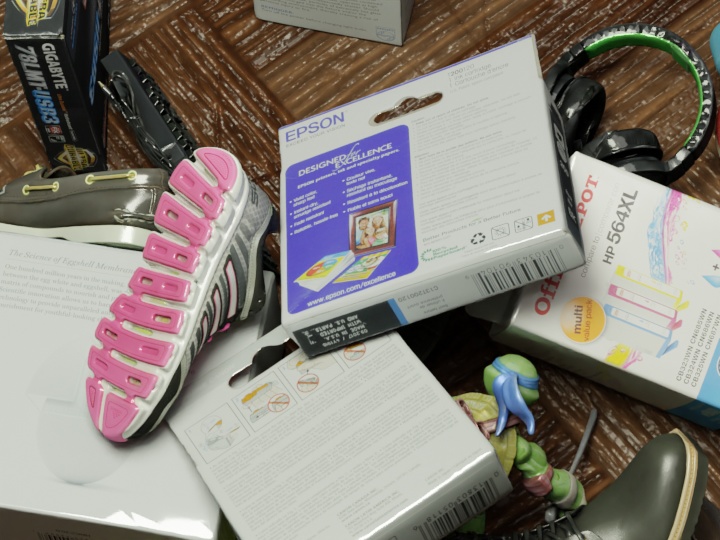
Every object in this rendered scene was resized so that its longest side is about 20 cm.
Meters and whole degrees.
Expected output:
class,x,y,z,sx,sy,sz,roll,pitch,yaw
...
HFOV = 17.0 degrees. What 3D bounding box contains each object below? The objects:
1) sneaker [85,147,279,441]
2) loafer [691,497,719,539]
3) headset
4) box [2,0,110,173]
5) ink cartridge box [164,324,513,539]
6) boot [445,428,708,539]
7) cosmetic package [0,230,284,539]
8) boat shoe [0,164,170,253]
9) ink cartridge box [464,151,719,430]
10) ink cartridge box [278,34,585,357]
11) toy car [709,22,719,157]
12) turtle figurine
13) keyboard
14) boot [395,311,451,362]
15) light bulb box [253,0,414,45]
class,x,y,z,sx,sy,sz,roll,pitch,yaw
sneaker,-0.109,0.024,1.577,0.074,0.087,0.201,19,84,39
loafer,0.213,0.205,1.571,0.071,0.073,0.200,8,27,-32
headset,0.166,-0.096,1.744,0.200,0.094,0.124,-44,69,0
box,-0.217,-0.203,1.755,0.049,0.199,0.201,-2,63,3
ink cartridge box,-0.020,0.114,1.534,0.162,0.050,0.200,-33,42,-7
boot,0.121,0.174,1.541,0.138,0.077,0.201,25,101,-24
cosmetic package,-0.169,0.098,1.649,0.198,0.123,0.201,9,65,7
boat shoe,-0.211,-0.044,1.712,0.200,0.072,0.061,3,79,39
ink cartridge box,0.183,0.011,1.638,0.199,0.125,0.129,21,84,-1
ink cartridge box,0.042,-0.051,1.593,0.197,0.043,0.201,-19,42,14
toy car,0.345,-0.138,1.697,0.176,0.200,0.185,-9,64,-2
turtle figurine,0.073,0.148,1.642,0.143,0.200,0.195,30,91,-14
keyboard,-0.129,-0.082,1.736,0.021,0.127,0.200,-40,67,11
boot,0.000,0.000,1.681,0.150,0.073,0.201,11,66,54
light bulb box,-0.007,-0.310,1.797,0.124,0.200,0.199,10,65,7
